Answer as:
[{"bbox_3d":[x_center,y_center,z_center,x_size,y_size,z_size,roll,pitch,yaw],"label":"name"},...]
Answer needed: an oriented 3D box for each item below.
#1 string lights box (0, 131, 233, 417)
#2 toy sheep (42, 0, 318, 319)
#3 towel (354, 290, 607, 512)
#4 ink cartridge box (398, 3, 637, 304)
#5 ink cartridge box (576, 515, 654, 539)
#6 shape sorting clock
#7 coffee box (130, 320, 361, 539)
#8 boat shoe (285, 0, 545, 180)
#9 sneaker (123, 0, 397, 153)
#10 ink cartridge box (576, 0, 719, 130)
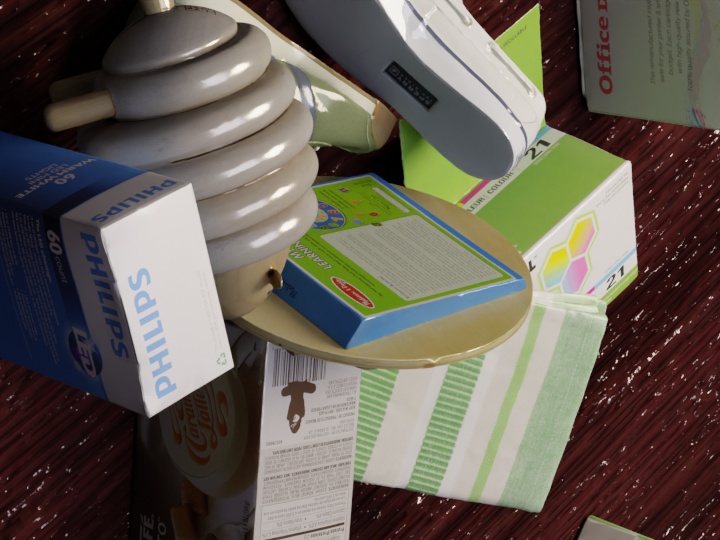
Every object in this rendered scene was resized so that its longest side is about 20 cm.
[{"bbox_3d":[-0.157,-0.005,1.097,0.059,0.200,0.103,-30,121,-35],"label":"string lights box"},{"bbox_3d":[-0.090,-0.067,1.142,0.138,0.138,0.201,-32,118,-34],"label":"toy sheep"},{"bbox_3d":[0.042,0.067,1.348,0.199,0.023,0.153,11,112,-17],"label":"towel"},{"bbox_3d":[0.103,-0.043,1.396,0.148,0.076,0.201,-41,141,-30],"label":"ink cartridge box"},{"bbox_3d":[0.222,0.279,1.635,0.200,0.067,0.118,37,75,-43],"label":"ink cartridge box"},{"bbox_3d":[0.000,0.000,1.251,0.199,0.200,0.039,-14,128,-41],"label":"shape sorting clock"},{"bbox_3d":[-0.069,0.119,1.278,0.079,0.114,0.201,-7,107,-43],"label":"coffee box"},{"bbox_3d":[0.036,-0.152,1.301,0.202,0.075,0.086,43,51,-4],"label":"boat shoe"},{"bbox_3d":[-0.068,-0.096,1.261,0.200,0.067,0.090,32,87,-44],"label":"sneaker"},{"bbox_3d":[0.245,-0.173,1.444,0.085,0.199,0.148,-22,115,-39],"label":"ink cartridge box"}]
